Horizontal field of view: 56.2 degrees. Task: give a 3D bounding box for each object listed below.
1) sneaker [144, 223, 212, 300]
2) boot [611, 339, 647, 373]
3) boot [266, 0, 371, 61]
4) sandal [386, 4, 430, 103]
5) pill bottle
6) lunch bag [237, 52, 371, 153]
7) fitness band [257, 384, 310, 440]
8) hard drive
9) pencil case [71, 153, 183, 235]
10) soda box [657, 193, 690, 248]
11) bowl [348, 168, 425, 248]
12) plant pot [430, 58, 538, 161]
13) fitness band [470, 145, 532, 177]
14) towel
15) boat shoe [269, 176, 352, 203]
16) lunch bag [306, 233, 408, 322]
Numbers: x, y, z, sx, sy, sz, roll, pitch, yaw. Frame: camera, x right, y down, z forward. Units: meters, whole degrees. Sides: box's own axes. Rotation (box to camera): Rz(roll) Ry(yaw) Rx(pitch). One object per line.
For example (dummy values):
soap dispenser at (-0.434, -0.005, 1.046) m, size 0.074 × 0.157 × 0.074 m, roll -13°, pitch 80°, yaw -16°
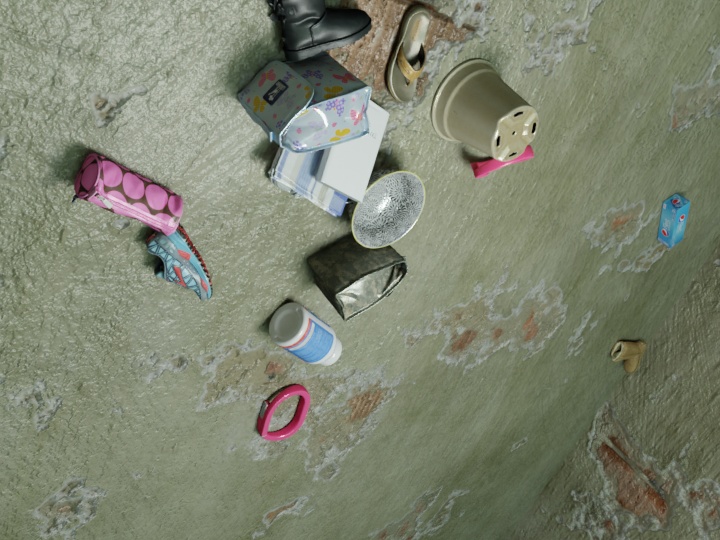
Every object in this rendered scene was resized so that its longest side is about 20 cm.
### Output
sneaker at (-0.371, -0.010, 1.372) m, size 0.095 × 0.079 × 0.201 m, roll -25°, pitch 130°, yaw -5°
boot at (1.166, 0.382, 2.972) m, size 0.199 × 0.066 × 0.176 m, roll -1°, pitch 113°, yaw -40°
boot at (-0.073, -0.478, 1.196) m, size 0.197 × 0.073 × 0.163 m, roll -27°, pitch 135°, yaw -17°
sandal at (0.106, -0.437, 1.386) m, size 0.080 × 0.054 × 0.201 m, roll -10°, pitch 130°, yaw -33°
pill bottle at (-0.130, 0.168, 1.684) m, size 0.112 × 0.112 × 0.200 m, roll -44°, pitch 139°, yaw 3°
lunch bag at (-0.103, -0.308, 1.239) m, size 0.199 × 0.170 × 0.128 m, roll -22°, pitch 138°, yaw -22°
fitness band at (-0.212, 0.401, 1.881) m, size 0.143 × 0.037 × 0.201 m, roll -6°, pitch 129°, yaw -36°
hard drive at (-0.015, -0.259, 1.405) m, size 0.132 × 0.027 × 0.202 m, roll 21°, pitch 84°, yaw -47°
pencil case at (-0.409, -0.128, 1.209) m, size 0.199 × 0.094 × 0.091 m, roll 24°, pitch 108°, yaw -48°
soda box at (1.136, -0.179, 2.448) m, size 0.068 × 0.064 × 0.201 m, roll -32°, pitch 139°, yaw -12°
bowl at (0.042, -0.159, 1.549) m, size 0.200 × 0.094 × 0.202 m, roll -22°, pitch 135°, yaw -23°
plant pot at (0.291, -0.345, 1.519) m, size 0.199 × 0.184 × 0.201 m, roll -22°, pitch 136°, yaw -22°
fitness band at (0.348, -0.266, 1.649) m, size 0.143 × 0.038 × 0.200 m, roll -17°, pitch -176°, yaw 24°
towel at (-0.090, -0.213, 1.389) m, size 0.199 × 0.024 × 0.148 m, roll 29°, pitch 76°, yaw -40°
boat shoe at (-0.101, -0.183, 1.433) m, size 0.201 × 0.065 × 0.075 m, roll 12°, pitch 117°, yaw -45°
lunch bag at (0.000, 0.000, 1.600) m, size 0.199 × 0.164 × 0.118 m, roll -31°, pitch 134°, yaw -12°
